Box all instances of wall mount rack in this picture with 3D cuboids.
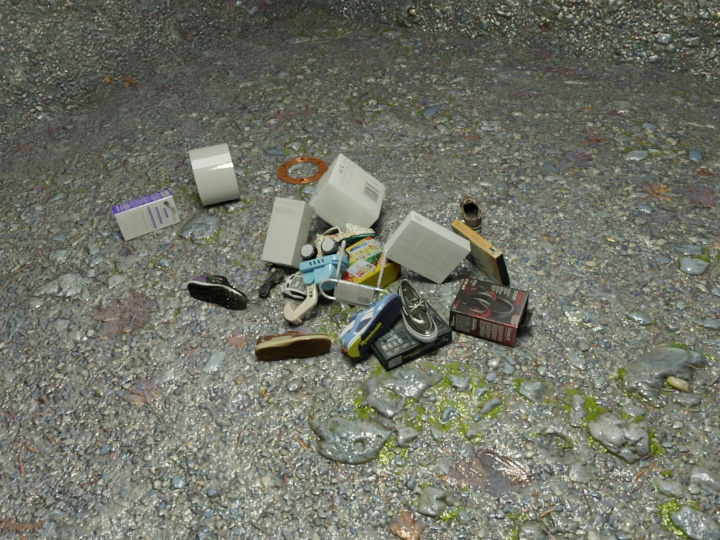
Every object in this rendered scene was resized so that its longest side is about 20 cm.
[{"bbox_3d":[-0.004,0.023,1.496,0.199,0.175,0.075,12,32,6],"label":"wall mount rack"}]

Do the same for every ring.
[{"bbox_3d":[-0.227,-0.396,2.206,0.199,0.019,0.201,-3,41,3],"label":"ring"}]

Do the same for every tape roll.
[{"bbox_3d":[-0.523,-0.345,2.033,0.138,0.204,0.203,-14,41,-12],"label":"tape roll"}]

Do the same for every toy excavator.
[{"bbox_3d":[-0.124,0.032,1.556,0.193,0.100,0.201,-14,63,19],"label":"toy excavator"}]

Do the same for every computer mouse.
[{"bbox_3d":[-0.192,0.050,1.653,0.199,0.044,0.110,11,48,20],"label":"computer mouse"}]

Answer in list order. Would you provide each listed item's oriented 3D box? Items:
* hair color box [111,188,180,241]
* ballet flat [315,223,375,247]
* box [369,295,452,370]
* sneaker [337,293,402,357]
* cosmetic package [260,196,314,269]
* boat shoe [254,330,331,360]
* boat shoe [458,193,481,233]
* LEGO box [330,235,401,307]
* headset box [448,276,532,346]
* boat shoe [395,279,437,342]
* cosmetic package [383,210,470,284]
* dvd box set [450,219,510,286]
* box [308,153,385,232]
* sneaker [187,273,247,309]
[{"bbox_3d":[-0.734,-0.192,1.942,0.199,0.110,0.065,-22,41,-20],"label":"hair color box"},{"bbox_3d":[-0.054,-0.112,1.770,0.199,0.076,0.064,-15,81,12],"label":"ballet flat"},{"bbox_3d":[0.116,0.159,1.485,0.199,0.051,0.158,-22,43,-18],"label":"box"},{"bbox_3d":[0.022,0.124,1.439,0.200,0.074,0.082,-43,44,-12],"label":"sneaker"},{"bbox_3d":[-0.223,-0.114,1.734,0.107,0.085,0.201,12,86,18],"label":"cosmetic package"},{"bbox_3d":[-0.175,0.183,1.474,0.199,0.072,0.072,-10,41,4],"label":"boat shoe"},{"bbox_3d":[0.366,-0.202,1.882,0.071,0.060,0.201,-1,40,5],"label":"boat shoe"},{"bbox_3d":[0.000,0.000,1.665,0.200,0.077,0.149,-31,47,-28],"label":"LEGO box"},{"bbox_3d":[0.352,0.109,1.502,0.199,0.075,0.149,14,43,22],"label":"headset box"},{"bbox_3d":[0.137,0.101,1.456,0.072,0.071,0.200,-17,41,-14],"label":"boat shoe"},{"bbox_3d":[0.187,-0.062,1.599,0.199,0.151,0.052,26,36,-17],"label":"cosmetic package"},{"bbox_3d":[0.347,-0.049,1.637,0.029,0.147,0.200,-37,46,-7],"label":"dvd box set"},{"bbox_3d":[-0.040,-0.238,1.839,0.200,0.131,0.199,34,36,-15],"label":"box"},{"bbox_3d":[-0.404,0.047,1.657,0.199,0.076,0.088,15,38,22],"label":"sneaker"}]
